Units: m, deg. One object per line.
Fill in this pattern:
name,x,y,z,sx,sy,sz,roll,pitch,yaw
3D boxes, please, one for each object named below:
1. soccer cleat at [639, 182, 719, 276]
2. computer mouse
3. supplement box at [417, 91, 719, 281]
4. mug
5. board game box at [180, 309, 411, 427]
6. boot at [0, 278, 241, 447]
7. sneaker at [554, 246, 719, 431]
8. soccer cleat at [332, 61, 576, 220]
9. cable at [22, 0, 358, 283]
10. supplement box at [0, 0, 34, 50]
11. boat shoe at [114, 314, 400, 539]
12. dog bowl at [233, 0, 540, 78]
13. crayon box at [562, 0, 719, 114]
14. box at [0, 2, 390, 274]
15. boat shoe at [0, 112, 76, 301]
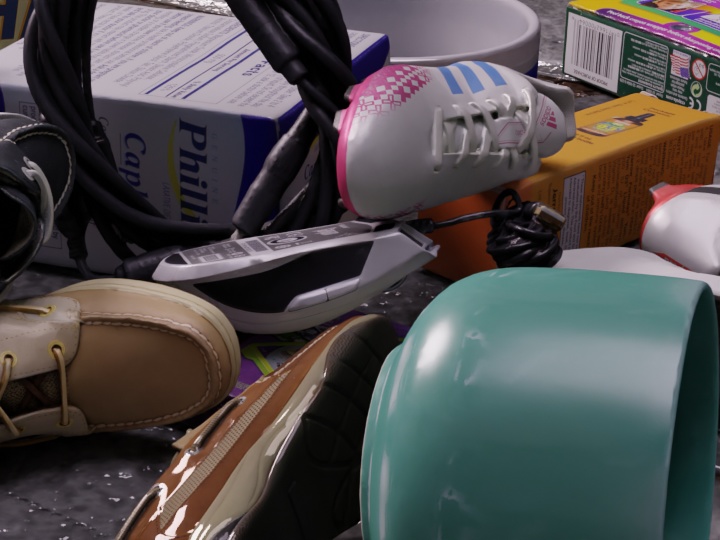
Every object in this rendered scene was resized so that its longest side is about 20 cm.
soccer cleat,0.247,-0.026,1.136,0.199,0.069,0.085,-12,34,-21
computer mouse,0.000,0.000,0.996,0.198,0.044,0.110,-10,10,-8
supplement box,0.121,-0.047,1.174,0.066,0.069,0.199,22,32,40
mug,0.061,0.081,0.745,0.114,0.153,0.185,5,23,16
board game box,-0.025,0.050,0.981,0.199,0.033,0.120,16,30,32
boot,-0.162,0.058,0.883,0.198,0.073,0.156,2,18,12
sneaker,0.157,0.021,0.997,0.199,0.073,0.085,15,28,33
soccer cleat,0.052,-0.071,1.026,0.086,0.070,0.200,3,15,21
cable,-0.081,-0.090,1.020,0.162,0.202,0.051,-4,10,4
supplement box,-0.261,-0.221,1.395,0.133,0.201,0.200,-6,24,-14
boat shoe,-0.044,0.081,0.826,0.073,0.076,0.200,1,29,27
dog bowl,0.016,-0.128,1.345,0.198,0.079,0.200,2,22,-1
crayon box,0.269,-0.148,1.434,0.172,0.059,0.200,-12,26,-32
box,-0.104,-0.073,1.172,0.198,0.106,0.184,8,23,18
boat shoe,-0.167,-0.018,0.901,0.060,0.076,0.200,-3,25,24
